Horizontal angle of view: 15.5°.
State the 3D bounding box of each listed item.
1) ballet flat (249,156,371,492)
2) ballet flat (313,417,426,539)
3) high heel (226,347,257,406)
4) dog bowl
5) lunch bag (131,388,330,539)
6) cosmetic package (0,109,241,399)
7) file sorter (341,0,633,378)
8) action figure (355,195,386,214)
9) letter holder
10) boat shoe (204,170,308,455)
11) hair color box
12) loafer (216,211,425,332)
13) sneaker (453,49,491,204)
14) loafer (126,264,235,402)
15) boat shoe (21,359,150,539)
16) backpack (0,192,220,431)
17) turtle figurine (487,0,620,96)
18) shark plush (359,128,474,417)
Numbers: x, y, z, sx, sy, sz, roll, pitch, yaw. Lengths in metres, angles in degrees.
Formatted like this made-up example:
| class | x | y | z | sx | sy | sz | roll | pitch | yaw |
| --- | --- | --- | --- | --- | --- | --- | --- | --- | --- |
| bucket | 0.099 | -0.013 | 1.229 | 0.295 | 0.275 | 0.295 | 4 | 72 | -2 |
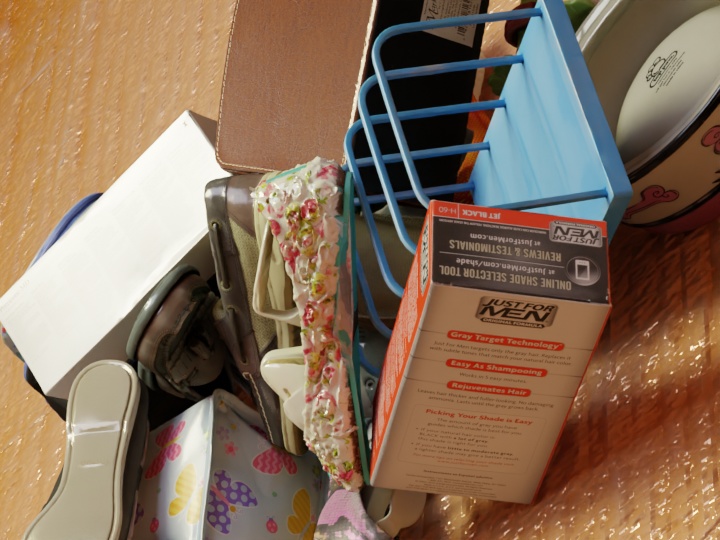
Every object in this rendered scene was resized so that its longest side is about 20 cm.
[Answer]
| class | x | y | z | sx | sy | sz | roll | pitch | yaw |
| --- | --- | --- | --- | --- | --- | --- | --- | --- | --- |
| ballet flat | -0.030 | 0.032 | 1.544 | 0.076 | 0.064 | 0.201 | -77 | -16 | -78 |
| ballet flat | 0.012 | 0.135 | 1.616 | 0.071 | 0.069 | 0.200 | -31 | 18 | 16 |
| high heel | -0.028 | -0.001 | 1.799 | 0.200 | 0.142 | 0.071 | -52 | -7 | 9 |
| dog bowl | 0.196 | -0.109 | 1.587 | 0.200 | 0.074 | 0.201 | -42 | 28 | 29 |
| lunch bag | -0.114 | 0.202 | 1.706 | 0.169 | 0.127 | 0.201 | -29 | 46 | 45 |
| cosmetic package | -0.152 | -0.008 | 1.780 | 0.200 | 0.051 | 0.083 | -43 | 65 | 17 |
| file sorter | 0.059 | -0.041 | 1.542 | 0.200 | 0.122 | 0.139 | 109 | 148 | -57 |
| action figure | -0.002 | -0.069 | 1.840 | 0.200 | 0.054 | 0.118 | -63 | 35 | 36 |
| letter holder | -0.005 | -0.150 | 1.713 | 0.142 | 0.100 | 0.201 | 9 | 88 | 46 |
| boat shoe | -0.059 | 0.024 | 1.645 | 0.066 | 0.202 | 0.072 | 9 | 37 | 20 |
| hair color box | 0.069 | 0.049 | 1.475 | 0.200 | 0.101 | 0.061 | 106 | 169 | -52 |
| loafer | 0.000 | 0.000 | 1.698 | 0.067 | 0.199 | 0.076 | 54 | -143 | -74 |
| sneaker | 0.051 | -0.109 | 1.844 | 0.073 | 0.077 | 0.200 | -44 | 32 | 22 |
| loafer | -0.106 | 0.048 | 1.706 | 0.072 | 0.063 | 0.200 | -55 | -5 | -11 |
| boat shoe | -0.168 | 0.151 | 1.670 | 0.067 | 0.057 | 0.201 | -1 | 53 | 18 |
| backpack | -0.157 | 0.024 | 1.922 | 0.200 | 0.147 | 0.183 | -54 | -17 | -9 |
| turtle figurine | 0.102 | -0.223 | 1.743 | 0.143 | 0.200 | 0.195 | -16 | 49 | 17 |
| shark plush | 0.035 | 0.004 | 1.758 | 0.083 | 0.091 | 0.200 | 21 | 73 | 45 |
